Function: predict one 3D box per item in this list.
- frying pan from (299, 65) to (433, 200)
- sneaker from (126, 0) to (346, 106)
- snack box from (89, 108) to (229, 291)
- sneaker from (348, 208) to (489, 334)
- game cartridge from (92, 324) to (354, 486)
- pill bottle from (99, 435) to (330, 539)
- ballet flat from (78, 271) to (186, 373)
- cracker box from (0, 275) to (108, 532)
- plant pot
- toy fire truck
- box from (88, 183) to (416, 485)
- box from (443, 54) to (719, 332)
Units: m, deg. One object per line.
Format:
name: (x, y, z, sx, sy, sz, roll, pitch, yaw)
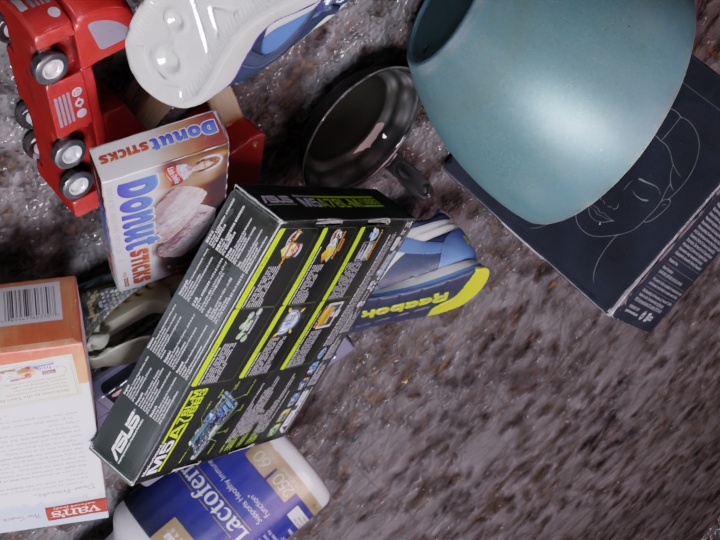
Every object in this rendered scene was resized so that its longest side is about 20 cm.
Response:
frying pan: (0.020, -0.105, 0.990, 0.190, 0.031, 0.115, -5, 133, -55)
sneaker: (-0.030, -0.175, 0.673, 0.200, 0.081, 0.146, -43, -176, 44)
snack box: (-0.117, -0.036, 0.784, 0.072, 0.024, 0.200, -19, 166, -13)
sneaker: (0.000, 0.000, 1.068, 0.200, 0.082, 0.074, -10, 154, -20)
game cartridge: (-0.114, 0.077, 0.991, 0.200, 0.038, 0.130, -34, 145, 3)
pill bottle: (-0.134, 0.212, 1.113, 0.200, 0.116, 0.116, -40, 151, -10)
ballet flat: (-0.129, 0.014, 0.910, 0.200, 0.072, 0.072, -33, 149, -23)
cracker box: (-0.234, 0.093, 0.834, 0.134, 0.058, 0.200, -7, 140, -11)
plant pot: (0.113, -0.151, 0.921, 0.135, 0.200, 0.200, 27, 109, -22)
toy fire truck: (-0.128, -0.103, 0.778, 0.141, 0.049, 0.200, -32, 148, -24)
box: (-0.065, 0.037, 0.873, 0.200, 0.048, 0.193, -59, 157, 17)
box: (0.214, -0.090, 1.089, 0.197, 0.200, 0.124, -51, 153, 12)
